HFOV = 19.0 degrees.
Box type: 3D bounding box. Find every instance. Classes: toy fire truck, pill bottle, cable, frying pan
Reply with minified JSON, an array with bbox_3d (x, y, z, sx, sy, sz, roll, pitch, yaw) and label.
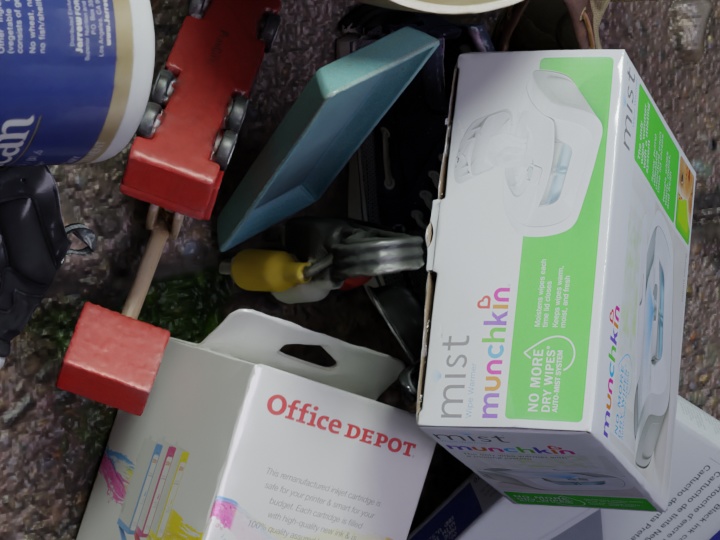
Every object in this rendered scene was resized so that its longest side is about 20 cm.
[{"bbox_3d":[-0.097,-0.042,1.113,0.048,0.141,0.201,19,48,-3],"label":"toy fire truck"},{"bbox_3d":[-0.202,-0.101,0.955,0.199,0.111,0.112,-3,99,-33],"label":"pill bottle"},{"bbox_3d":[0.000,0.000,1.120,0.097,0.200,0.051,0,95,-22],"label":"cable"},{"bbox_3d":[0.031,0.041,1.157,0.031,0.115,0.190,-34,155,2],"label":"frying pan"}]

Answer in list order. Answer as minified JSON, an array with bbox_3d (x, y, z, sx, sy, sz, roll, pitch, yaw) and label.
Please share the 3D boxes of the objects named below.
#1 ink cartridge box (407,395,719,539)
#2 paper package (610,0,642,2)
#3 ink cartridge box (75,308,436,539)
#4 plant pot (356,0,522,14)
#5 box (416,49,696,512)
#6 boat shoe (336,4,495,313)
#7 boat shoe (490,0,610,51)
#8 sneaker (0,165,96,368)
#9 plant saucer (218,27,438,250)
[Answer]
[{"bbox_3d":[0.147,0.161,1.289,0.199,0.041,0.200,30,113,-34],"label":"ink cartridge box"},{"bbox_3d":[0.120,-0.251,1.172,0.104,0.190,0.200,-47,119,-23],"label":"paper package"},{"bbox_3d":[-0.059,0.127,1.148,0.128,0.125,0.201,21,84,-35],"label":"ink cartridge box"},{"bbox_3d":[0.007,-0.212,1.085,0.186,0.200,0.189,0,90,-20],"label":"plant pot"},{"bbox_3d":[0.105,0.009,1.127,0.176,0.096,0.201,45,49,-62],"label":"box"},{"bbox_3d":[0.042,-0.051,1.209,0.074,0.093,0.201,-22,109,-30],"label":"boat shoe"},{"bbox_3d":[0.101,-0.114,1.197,0.072,0.200,0.072,23,60,5],"label":"boat shoe"},{"bbox_3d":[-0.216,-0.040,1.029,0.114,0.076,0.200,-45,127,1],"label":"sneaker"},{"bbox_3d":[-0.023,-0.067,1.106,0.070,0.200,0.019,-30,82,-27],"label":"plant saucer"}]
